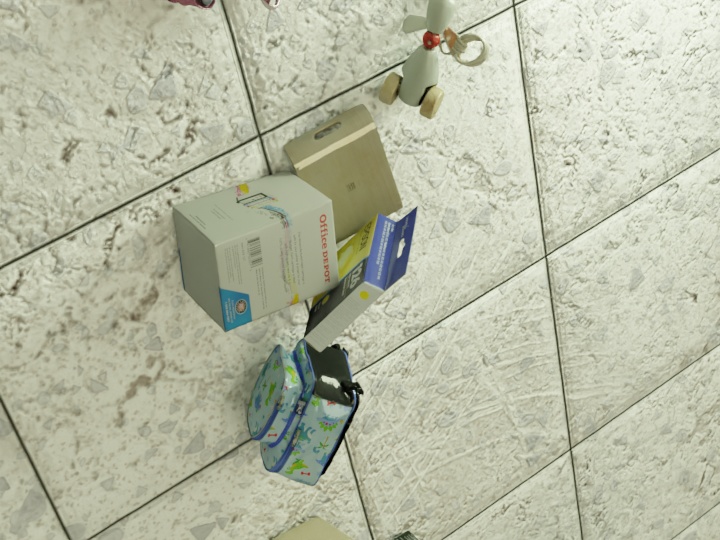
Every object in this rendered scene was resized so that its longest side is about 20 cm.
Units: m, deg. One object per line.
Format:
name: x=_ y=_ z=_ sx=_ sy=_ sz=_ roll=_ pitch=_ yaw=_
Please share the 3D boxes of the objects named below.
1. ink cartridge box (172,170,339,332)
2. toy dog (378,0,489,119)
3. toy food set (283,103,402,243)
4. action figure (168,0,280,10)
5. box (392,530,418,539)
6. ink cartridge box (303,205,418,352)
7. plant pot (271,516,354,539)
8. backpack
ink cartridge box: x=-0.152 y=-0.034 z=1.715 sx=0.198 sy=0.144 sz=0.149 roll=-21 pitch=124 yaw=-27
toy dog: x=0.107 y=-0.330 z=1.783 sx=0.132 sy=0.097 sz=0.200 roll=41 pitch=121 yaw=-5
toy food set: x=-0.026 y=-0.143 z=1.820 sx=0.142 sy=0.061 sz=0.202 roll=-28 pitch=126 yaw=-8
action figure: x=-0.208 y=-0.402 z=1.538 sx=0.197 sy=0.136 sz=0.149 roll=-22 pitch=168 yaw=-11
box: x=0.138 y=0.635 z=2.242 sx=0.047 sy=0.199 sz=0.196 roll=-23 pitch=126 yaw=-25
ink cartridge box: x=0.000 y=0.000 z=1.769 sx=0.047 sy=0.199 sz=0.200 roll=36 pitch=120 yaw=-15
plant pot: x=-0.072 y=0.566 z=2.066 sx=0.177 sy=0.198 sz=0.202 roll=-41 pitch=131 yaw=-26
backpack: x=-0.103 y=0.228 z=1.872 sx=0.145 sy=0.183 sz=0.203 roll=17 pitch=108 yaw=-17
